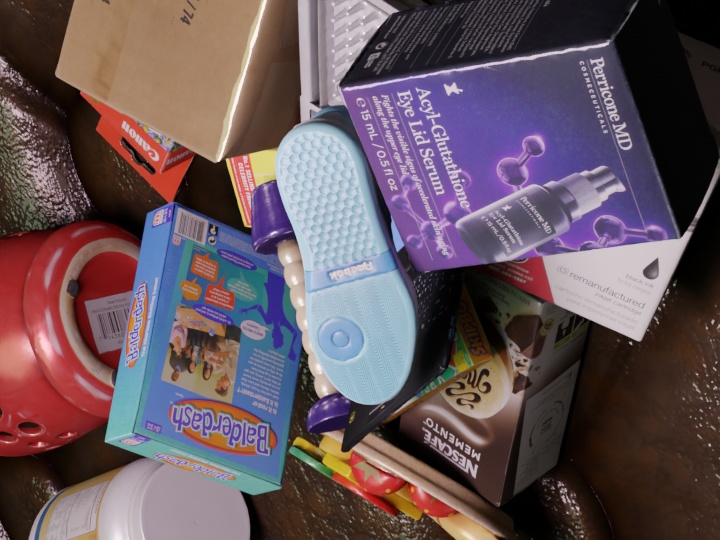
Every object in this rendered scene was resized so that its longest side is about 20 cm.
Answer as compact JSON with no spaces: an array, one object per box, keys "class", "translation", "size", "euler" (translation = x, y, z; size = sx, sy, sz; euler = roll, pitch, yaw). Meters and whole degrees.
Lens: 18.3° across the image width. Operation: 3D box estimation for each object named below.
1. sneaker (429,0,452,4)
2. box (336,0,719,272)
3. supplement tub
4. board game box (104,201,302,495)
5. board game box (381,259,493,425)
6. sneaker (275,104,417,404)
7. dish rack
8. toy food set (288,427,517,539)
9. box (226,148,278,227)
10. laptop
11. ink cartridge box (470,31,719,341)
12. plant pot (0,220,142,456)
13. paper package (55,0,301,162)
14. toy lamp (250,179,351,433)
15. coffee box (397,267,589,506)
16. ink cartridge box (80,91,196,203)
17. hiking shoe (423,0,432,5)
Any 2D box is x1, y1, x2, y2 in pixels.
[{"class":"sneaker","translation":[0.104,-0.170,1.598],"size":[0.088,0.075,0.202],"euler":[-5,113,39]},{"class":"box","translation":[0.110,-0.096,1.434],"size":[0.198,0.105,0.149],"euler":[-8,120,31]},{"class":"supplement tub","translation":[-0.209,0.256,2.104],"size":[0.199,0.144,0.146],"euler":[-23,96,48]},{"class":"board game box","translation":[-0.120,0.065,1.827],"size":[0.045,0.151,0.202],"euler":[-19,55,48]},{"class":"board game box","translation":[0.031,0.055,1.725],"size":[0.200,0.030,0.096],"euler":[-39,71,60]},{"class":"sneaker","translation":[0.002,-0.020,1.521],"size":[0.079,0.131,0.202],"euler":[-7,108,12]},{"class":"dish rack","translation":[0.028,-0.127,1.608],"size":[0.171,0.043,0.201],"euler":[37,148,29]},{"class":"toy food set","translation":[0.042,0.181,1.814],"size":[0.199,0.049,0.198],"euler":[33,174,-30]},{"class":"box","translation":[-0.018,-0.072,1.793],"size":[0.199,0.050,0.076],"euler":[6,118,43]},{"class":"laptop","translation":[0.000,0.000,1.616],"size":[0.103,0.202,0.177],"euler":[21,150,-15]},{"class":"ink cartridge box","translation":[0.171,-0.070,1.551],"size":[0.146,0.083,0.201],"euler":[23,132,5]},{"class":"plant pot","translation":[-0.274,0.053,2.015],"size":[0.182,0.200,0.202],"euler":[-20,99,41]},{"class":"paper package","translation":[-0.121,-0.212,1.734],"size":[0.190,0.103,0.202],"euler":[29,115,26]},{"class":"toy lamp","translation":[-0.045,0.026,1.760],"size":[0.058,0.058,0.202],"euler":[-35,64,49]},{"class":"coffee box","translation":[0.105,0.065,1.730],"size":[0.113,0.080,0.201],"euler":[32,132,30]},{"class":"ink cartridge box","translation":[-0.182,-0.148,1.908],"size":[0.109,0.050,0.201],"euler":[44,136,16]},{"class":"hiking shoe","translation":[0.023,-0.233,1.648],"size":[0.075,0.101,0.201],"euler":[-9,134,17]}]
